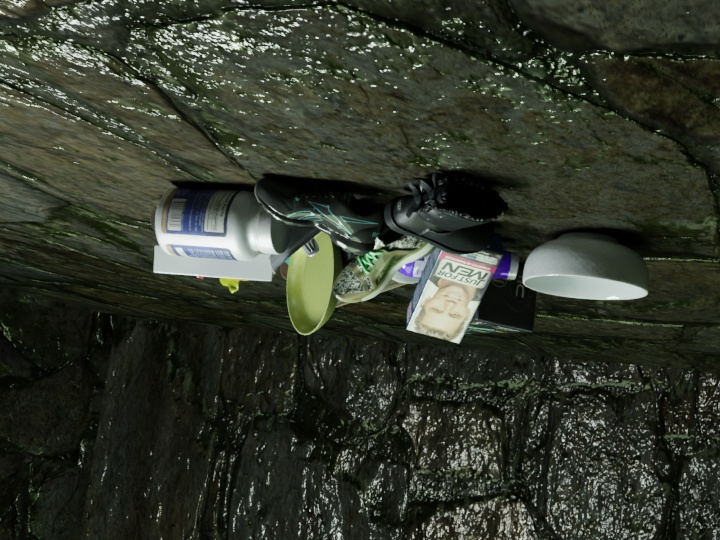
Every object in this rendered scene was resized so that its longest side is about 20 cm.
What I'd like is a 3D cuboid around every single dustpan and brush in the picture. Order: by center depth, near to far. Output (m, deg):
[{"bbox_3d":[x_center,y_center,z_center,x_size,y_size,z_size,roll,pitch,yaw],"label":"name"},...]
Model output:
[{"bbox_3d":[-0.096,-0.061,1.560,0.057,0.139,0.200,50,-177,-28],"label":"dustpan and brush"}]

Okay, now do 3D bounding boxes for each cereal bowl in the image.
[{"bbox_3d":[0.361,-0.010,1.495,0.198,0.084,0.200,7,171,1],"label":"cereal bowl"}]

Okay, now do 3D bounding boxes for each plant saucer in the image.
[{"bbox_3d":[-0.077,0.012,1.622,0.031,0.202,0.200,6,172,-26],"label":"plant saucer"}]

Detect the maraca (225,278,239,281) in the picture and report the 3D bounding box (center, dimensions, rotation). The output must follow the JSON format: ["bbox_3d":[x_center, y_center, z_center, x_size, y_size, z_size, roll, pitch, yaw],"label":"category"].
[{"bbox_3d":[-0.250,-0.043,1.705,0.199,0.108,0.137,16,-166,-11],"label":"maraca"}]

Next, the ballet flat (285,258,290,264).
[{"bbox_3d":[-0.063,-0.035,1.765,0.067,0.067,0.199,-12,-175,-43],"label":"ballet flat"}]

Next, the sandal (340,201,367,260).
[{"bbox_3d":[-0.001,-0.062,1.524,0.048,0.076,0.200,-9,175,-15],"label":"sandal"}]

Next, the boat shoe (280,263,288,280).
[{"bbox_3d":[-0.073,-0.004,1.943,0.199,0.072,0.076,1,180,35],"label":"boat shoe"}]

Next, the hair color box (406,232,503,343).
[{"bbox_3d":[0.152,0.021,1.539,0.099,0.061,0.201,15,128,-7],"label":"hair color box"}]

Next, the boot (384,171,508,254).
[{"bbox_3d":[0.145,-0.078,1.315,0.197,0.074,0.162,13,166,-27],"label":"boot"}]

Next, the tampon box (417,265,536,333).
[{"bbox_3d":[0.223,0.051,1.834,0.149,0.127,0.199,13,168,-32],"label":"tampon box"}]

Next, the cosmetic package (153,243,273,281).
[{"bbox_3d":[-0.247,-0.016,1.601,0.198,0.051,0.083,4,-175,-3],"label":"cosmetic package"}]

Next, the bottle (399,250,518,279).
[{"bbox_3d":[0.166,-0.021,1.588,0.198,0.084,0.065,7,-155,-1],"label":"bottle"}]

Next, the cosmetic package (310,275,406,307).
[{"bbox_3d":[-0.017,0.020,1.771,0.199,0.074,0.103,-18,-178,-26],"label":"cosmetic package"}]

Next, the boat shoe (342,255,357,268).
[{"bbox_3d":[0.000,0.000,1.612,0.072,0.068,0.200,37,153,-16],"label":"boat shoe"}]

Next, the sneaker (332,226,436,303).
[{"bbox_3d":[0.028,-0.031,1.471,0.077,0.200,0.089,55,-174,36],"label":"sneaker"}]

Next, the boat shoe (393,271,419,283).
[{"bbox_3d":[0.071,-0.021,1.701,0.200,0.071,0.071,19,168,-41],"label":"boat shoe"}]

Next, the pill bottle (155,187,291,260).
[{"bbox_3d":[-0.215,-0.073,1.490,0.198,0.112,0.111,4,170,20],"label":"pill bottle"}]

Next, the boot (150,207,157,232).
[{"bbox_3d":[-0.258,-0.089,1.629,0.198,0.074,0.075,8,-166,2],"label":"boot"}]

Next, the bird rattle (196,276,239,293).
[{"bbox_3d":[-0.254,-0.012,1.947,0.162,0.114,0.200,-6,180,-24],"label":"bird rattle"}]

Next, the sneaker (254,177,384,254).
[{"bbox_3d":[-0.058,-0.099,1.383,0.199,0.076,0.080,23,125,-9],"label":"sneaker"}]
